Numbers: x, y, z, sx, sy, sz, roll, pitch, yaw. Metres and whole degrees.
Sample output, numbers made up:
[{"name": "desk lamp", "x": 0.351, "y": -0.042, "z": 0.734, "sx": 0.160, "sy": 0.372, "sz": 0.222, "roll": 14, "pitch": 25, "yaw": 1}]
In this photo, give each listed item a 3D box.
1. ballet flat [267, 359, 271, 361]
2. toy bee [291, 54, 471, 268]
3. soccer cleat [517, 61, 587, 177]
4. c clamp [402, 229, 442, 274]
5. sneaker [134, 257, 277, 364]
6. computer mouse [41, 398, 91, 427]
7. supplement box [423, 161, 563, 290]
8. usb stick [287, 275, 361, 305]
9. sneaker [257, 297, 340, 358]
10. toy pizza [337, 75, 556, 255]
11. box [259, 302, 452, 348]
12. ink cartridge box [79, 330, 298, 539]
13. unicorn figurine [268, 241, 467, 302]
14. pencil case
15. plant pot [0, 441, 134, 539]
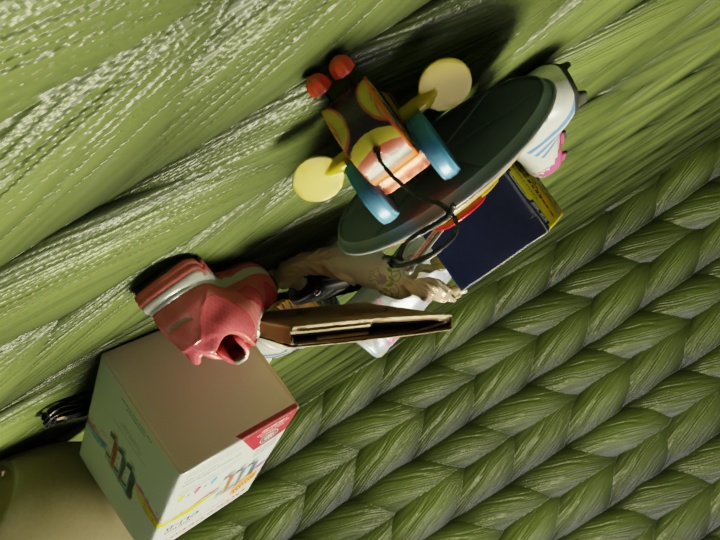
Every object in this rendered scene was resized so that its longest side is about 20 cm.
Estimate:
[{"name": "ballet flat", "x": -0.177, "y": 0.146, "z": 1.034, "sx": 0.199, "sy": 0.070, "sz": 0.069, "roll": -24, "pitch": 166, "yaw": -44}, {"name": "toy bee", "x": 0.017, "y": -0.091, "z": 0.476, "sx": 0.131, "sy": 0.109, "sz": 0.200, "roll": -40, "pitch": -164, "yaw": -7}, {"name": "soccer cleat", "x": 0.162, "y": -0.139, "z": 0.752, "sx": 0.086, "sy": 0.070, "sz": 0.200, "roll": -24, "pitch": 164, "yaw": 0}, {"name": "c clamp", "x": 0.066, "y": -0.073, "z": 0.669, "sx": 0.171, "sy": 0.027, "sz": 0.200, "roll": -46, "pitch": -167, "yaw": -6}, {"name": "sneaker", "x": -0.121, "y": 0.045, "z": 0.667, "sx": 0.074, "sy": 0.087, "sz": 0.200, "roll": -34, "pitch": 170, "yaw": 14}, {"name": "computer mouse", "x": -0.266, "y": 0.144, "z": 0.843, "sx": 0.059, "sy": 0.034, "sz": 0.200, "roll": -38, "pitch": 169, "yaw": 30}, {"name": "supplement box", "x": 0.143, "y": -0.066, "z": 0.836, "sx": 0.109, "sy": 0.109, "sz": 0.200, "roll": -36, "pitch": 176, "yaw": 20}, {"name": "usb stick", "x": -0.027, "y": 0.014, "z": 0.969, "sx": 0.055, "sy": 0.033, "sz": 0.200, "roll": -30, "pitch": 172, "yaw": 25}, {"name": "sneaker", "x": -0.090, "y": 0.071, "z": 0.976, "sx": 0.088, "sy": 0.076, "sz": 0.200, "roll": -25, "pitch": 167, "yaw": 25}, {"name": "toy pizza", "x": 0.066, "y": -0.075, "z": 0.576, "sx": 0.200, "sy": 0.032, "sz": 0.200, "roll": -36, "pitch": -161, "yaw": 15}, {"name": "box", "x": -0.025, "y": 0.052, "z": 0.770, "sx": 0.163, "sy": 0.021, "sz": 0.200, "roll": -4, "pitch": -179, "yaw": -23}, {"name": "ink cartridge box", "x": -0.185, "y": 0.168, "z": 0.789, "sx": 0.145, "sy": 0.145, "sz": 0.200, "roll": -25, "pitch": 156, "yaw": -40}, {"name": "unicorn figurine", "x": 0.000, "y": 0.000, "z": 0.793, "sx": 0.199, "sy": 0.074, "sz": 0.137, "roll": -1, "pitch": -174, "yaw": 32}, {"name": "pencil case", "x": 0.055, "y": 0.016, "z": 0.963, "sx": 0.200, "sy": 0.083, "sz": 0.091, "roll": -49, "pitch": 138, "yaw": 3}, {"name": "plant pot", "x": -0.357, "y": 0.277, "z": 0.847, "sx": 0.200, "sy": 0.201, "sz": 0.134, "roll": -36, "pitch": 133, "yaw": 18}]
